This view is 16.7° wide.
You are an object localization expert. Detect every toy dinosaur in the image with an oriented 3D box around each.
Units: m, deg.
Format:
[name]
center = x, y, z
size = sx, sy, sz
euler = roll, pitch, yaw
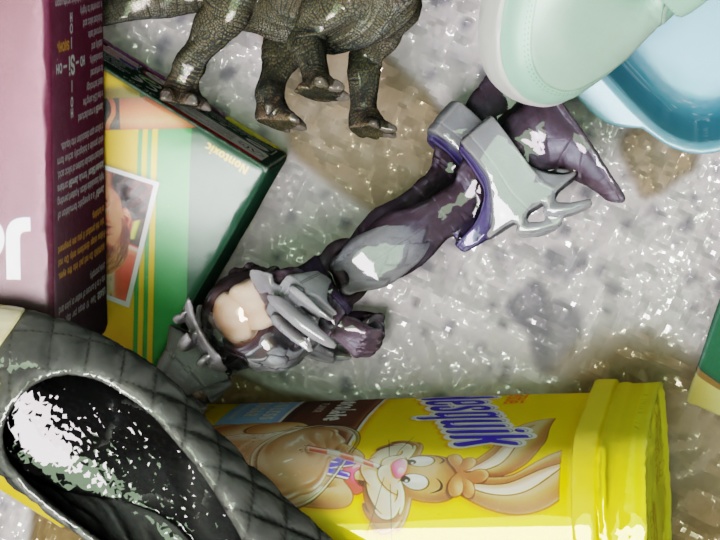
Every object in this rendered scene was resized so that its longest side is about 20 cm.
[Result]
[toy dinosaur]
center = -0.025, -0.109, 0.948
size = 0.199, 0.077, 0.103
euler = 1, 75, 42

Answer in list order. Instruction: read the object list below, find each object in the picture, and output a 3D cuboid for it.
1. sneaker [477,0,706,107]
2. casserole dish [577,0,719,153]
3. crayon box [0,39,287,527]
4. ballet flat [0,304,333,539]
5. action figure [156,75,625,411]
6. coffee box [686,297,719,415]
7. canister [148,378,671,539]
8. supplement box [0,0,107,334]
[sneaker]
center = 0.125, -0.119, 0.853
size = 0.074, 0.118, 0.201
euler = 28, 110, -36
[casserole dish]
center = 0.158, -0.136, 0.947
size = 0.200, 0.039, 0.121
euler = -42, 91, 11
[crayon box]
center = -0.159, -0.023, 1.000
size = 0.199, 0.058, 0.173
euler = 31, 102, 2
[ballet flat]
center = -0.075, 0.078, 0.862
size = 0.200, 0.057, 0.067
euler = 37, 106, 4
[action figure]
center = 0.000, 0.000, 0.952
size = 0.199, 0.130, 0.070
euler = -35, 96, 0
[coffee box]
center = 0.205, -0.010, 0.908
size = 0.122, 0.044, 0.201
euler = 24, 130, 11
[canister]
center = 0.017, 0.096, 0.950
size = 0.198, 0.149, 0.087
euler = -2, 99, 10
[supplement box]
center = -0.157, -0.067, 0.918
size = 0.109, 0.086, 0.202
euler = 2, 100, 7
